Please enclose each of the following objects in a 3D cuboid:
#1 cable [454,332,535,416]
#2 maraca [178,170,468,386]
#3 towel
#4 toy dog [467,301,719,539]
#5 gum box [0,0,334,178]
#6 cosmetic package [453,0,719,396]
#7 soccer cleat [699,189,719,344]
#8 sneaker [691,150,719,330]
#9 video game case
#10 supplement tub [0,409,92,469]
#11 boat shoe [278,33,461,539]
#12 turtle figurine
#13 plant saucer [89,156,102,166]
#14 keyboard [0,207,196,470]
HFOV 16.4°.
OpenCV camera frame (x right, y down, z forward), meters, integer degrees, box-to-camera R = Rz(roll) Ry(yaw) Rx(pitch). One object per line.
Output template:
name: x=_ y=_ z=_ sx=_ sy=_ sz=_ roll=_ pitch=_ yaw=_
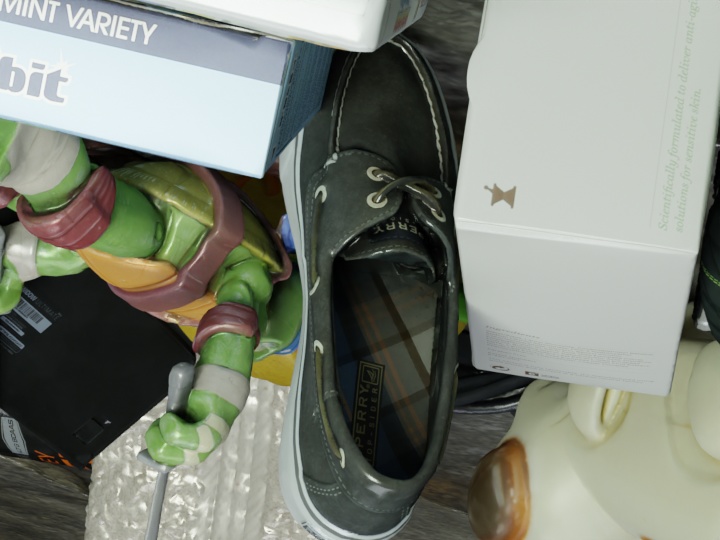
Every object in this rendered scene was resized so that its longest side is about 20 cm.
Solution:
cable: x=0.067 y=0.043 z=1.288 sx=0.162 sy=0.051 sz=0.199 roll=-5 pitch=158 yaw=45
maraca: x=0.000 y=0.000 z=1.051 sx=0.198 sy=0.108 sz=0.137 roll=12 pitch=-171 yaw=9
towel: x=-0.062 y=0.060 z=1.184 sx=0.131 sy=0.202 sz=0.034 roll=7 pitch=-167 yaw=11
toy dog: x=0.149 y=0.092 z=1.158 sx=0.199 sy=0.196 sz=0.139 roll=-11 pitch=167 yaw=41
gum box: x=-0.097 y=-0.079 z=0.799 sx=0.168 sy=0.045 sz=0.200 roll=14 pitch=-171 yaw=1
cosmetic package: x=0.081 y=-0.032 z=0.892 sx=0.084 sy=0.109 sz=0.200 roll=8 pitch=166 yaw=6
soccer cleat: x=0.160 y=-0.019 z=0.802 sx=0.067 sy=0.082 sz=0.201 roll=5 pitch=141 yaw=-13
sneaker: x=0.169 y=-0.020 z=0.940 sx=0.079 sy=0.074 sz=0.200 roll=7 pitch=165 yaw=4
video game case: x=-0.081 y=-0.102 z=0.752 sx=0.198 sy=0.023 sz=0.182 roll=13 pitch=-170 yaw=4
supplement tub: x=-0.135 y=0.040 z=1.278 sx=0.198 sy=0.124 sz=0.123 roll=8 pitch=165 yaw=11
boat shoe: x=0.010 y=-0.002 z=0.884 sx=0.068 sy=0.202 sz=0.057 roll=10 pitch=155 yaw=-19
turtle figurine: x=-0.110 y=0.017 z=0.914 sx=0.199 sy=0.145 sz=0.194 roll=-33 pitch=133 yaw=16
plant saucer: x=-0.202 y=-0.022 z=1.105 sx=0.199 sy=0.037 sz=0.201 roll=-14 pitch=-165 yaw=4
keyboard: x=-0.159 y=0.026 z=1.021 sx=0.200 sy=0.127 sz=0.021 roll=48 pitch=-177 yaw=-47
